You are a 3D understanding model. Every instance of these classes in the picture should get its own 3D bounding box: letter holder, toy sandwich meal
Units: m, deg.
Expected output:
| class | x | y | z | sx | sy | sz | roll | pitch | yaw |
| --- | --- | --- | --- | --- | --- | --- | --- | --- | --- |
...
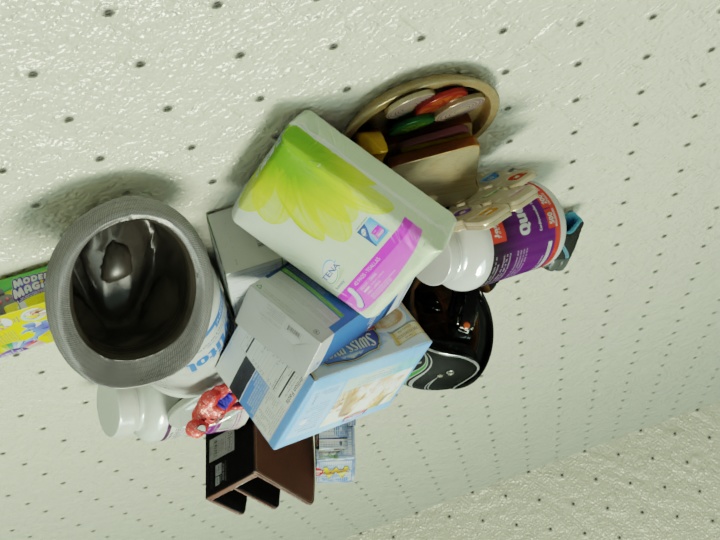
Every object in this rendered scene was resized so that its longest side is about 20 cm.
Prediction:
| class | x | y | z | sx | sy | sz | roll | pitch | yaw |
| --- | --- | --- | --- | --- | --- | --- | --- | --- | --- |
| letter holder | -0.148 | 0.258 | 1.815 | 0.100 | 0.201 | 0.142 | -31 | 134 | 26 |
| toy sandwich meal | 0.067 | -0.130 | 1.302 | 0.204 | 0.071 | 0.205 | -17 | 158 | -7 |

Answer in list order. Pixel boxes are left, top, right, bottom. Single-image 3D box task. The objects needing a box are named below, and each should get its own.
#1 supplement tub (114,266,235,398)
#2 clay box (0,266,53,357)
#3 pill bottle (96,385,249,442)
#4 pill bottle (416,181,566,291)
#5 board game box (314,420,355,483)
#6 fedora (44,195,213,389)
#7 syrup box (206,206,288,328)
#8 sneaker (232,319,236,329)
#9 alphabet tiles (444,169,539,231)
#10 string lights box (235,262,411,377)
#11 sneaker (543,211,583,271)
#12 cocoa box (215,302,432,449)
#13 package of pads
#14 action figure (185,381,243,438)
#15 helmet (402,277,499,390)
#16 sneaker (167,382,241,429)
| class | x | y | z | sx | sy | sz | roll | pitch | yaw |
| --- | --- | --- | --- | --- | --- | --- | --- | --- | --- |
| supplement tub | -0.218 | 0.061 | 1.431 | 0.131 | 0.133 | 0.200 | -18 | 159 | -5 |
| clay box | -0.384 | 0.049 | 1.370 | 0.198 | 0.048 | 0.115 | -16 | 158 | -6 |
| pill bottle | -0.260 | 0.178 | 1.698 | 0.199 | 0.113 | 0.112 | -4 | 154 | -34 |
| pill bottle | 0.153 | -0.041 | 1.494 | 0.199 | 0.113 | 0.112 | -16 | 161 | -40 |
| board game box | -0.037 | 0.210 | 1.777 | 0.061 | 0.202 | 0.200 | -2 | 173 | -4 |
| fedora | -0.247 | 0.012 | 1.268 | 0.176 | 0.090 | 0.202 | -18 | 117 | -21 |
| syrup box | -0.125 | -0.001 | 1.433 | 0.081 | 0.079 | 0.200 | -17 | 158 | -7 |
| sneaker | -0.167 | 0.072 | 1.586 | 0.199 | 0.071 | 0.080 | -13 | 164 | -14 |
| alphabet tiles | 0.101 | -0.068 | 1.385 | 0.195 | 0.015 | 0.199 | -34 | -158 | -36 |
| string lights box | -0.035 | 0.028 | 1.357 | 0.200 | 0.103 | 0.059 | -33 | 156 | -50 |
| sneaker | 0.221 | -0.049 | 1.658 | 0.199 | 0.073 | 0.082 | -2 | 131 | -41 |
| cocoa box | -0.042 | 0.100 | 1.443 | 0.199 | 0.131 | 0.134 | -15 | 146 | -43 |
| package of pads | -0.022 | -0.054 | 1.269 | 0.155 | 0.199 | 0.068 | -46 | -170 | 48 |
| action figure | -0.149 | 0.143 | 1.494 | 0.200 | 0.052 | 0.066 | -40 | 169 | -45 |
| helmet | 0.093 | 0.068 | 1.632 | 0.198 | 0.202 | 0.191 | -14 | 164 | -14 |
| sneaker | -0.181 | 0.134 | 1.653 | 0.199 | 0.099 | 0.071 | -32 | 137 | -1 |
